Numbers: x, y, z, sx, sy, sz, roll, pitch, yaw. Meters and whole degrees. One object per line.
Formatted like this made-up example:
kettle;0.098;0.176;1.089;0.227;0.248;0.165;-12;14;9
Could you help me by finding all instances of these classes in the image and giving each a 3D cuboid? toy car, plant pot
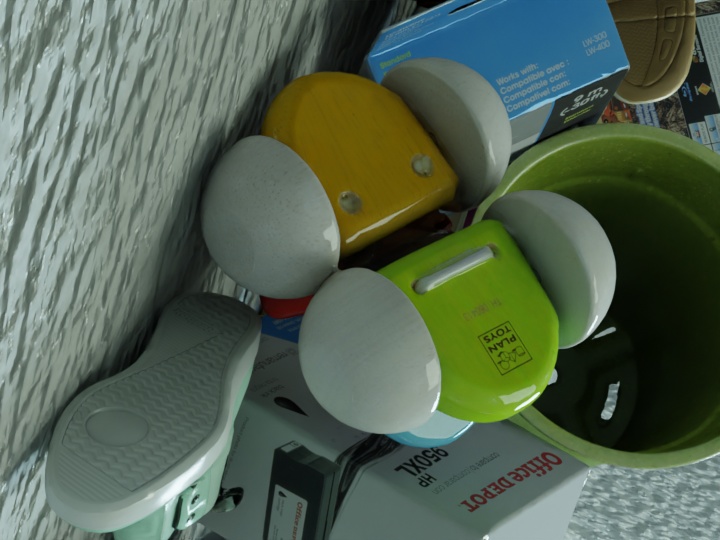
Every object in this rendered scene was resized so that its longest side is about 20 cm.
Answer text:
toy car;0.013;0.004;1.377;0.175;0.200;0.150;-27;162;-35
plant pot;0.134;0.038;1.606;0.200;0.200;0.190;-62;-177;-20

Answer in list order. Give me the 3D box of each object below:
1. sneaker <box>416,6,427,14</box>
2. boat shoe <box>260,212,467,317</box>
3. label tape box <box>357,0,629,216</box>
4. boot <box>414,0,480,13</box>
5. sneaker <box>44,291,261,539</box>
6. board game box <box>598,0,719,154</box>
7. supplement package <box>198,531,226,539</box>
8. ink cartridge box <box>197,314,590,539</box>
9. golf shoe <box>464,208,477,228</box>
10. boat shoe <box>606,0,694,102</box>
sneaker;0.089;-0.166;1.696;0.105;0.075;0.201;57;54;-73
boat shoe;0.000;0.000;1.614;0.200;0.074;0.069;-57;168;-9
label tape box;0.068;-0.096;1.516;0.143;0.066;0.200;-25;168;-16
boot;0.078;-0.217;1.537;0.200;0.074;0.155;3;105;-85
sneaker;-0.100;0.103;1.325;0.200;0.074;0.118;-54;159;-61
board game box;0.179;-0.073;1.764;0.097;0.200;0.160;89;-9;-67
supplement package;-0.044;0.220;1.562;0.152;0.151;0.200;-36;-178;23
ink cartridge box;0.002;0.109;1.470;0.145;0.200;0.084;-23;138;-60
golf shoe;0.015;0.010;1.696;0.200;0.091;0.075;-62;172;-12
boat shoe;0.143;-0.188;1.605;0.069;0.074;0.200;117;-39;-75
